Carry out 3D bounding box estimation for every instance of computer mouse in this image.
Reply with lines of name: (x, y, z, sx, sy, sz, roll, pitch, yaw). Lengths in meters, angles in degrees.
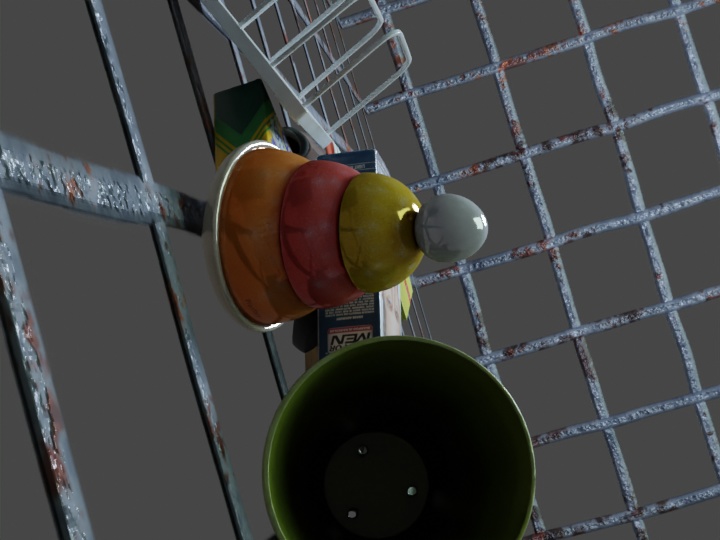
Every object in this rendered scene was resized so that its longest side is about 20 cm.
computer mouse: (-0.037, -0.016, 1.085, 0.059, 0.034, 0.200, 93, 4, -69)

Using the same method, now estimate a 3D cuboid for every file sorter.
file sorter: (-0.060, -0.237, 1.041, 0.200, 0.124, 0.139, 52, 4, 8)

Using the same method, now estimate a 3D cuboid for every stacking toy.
stacking toy: (-0.001, -0.026, 0.830, 0.146, 0.200, 0.146, 0, 90, -65)

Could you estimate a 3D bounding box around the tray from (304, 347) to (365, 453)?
tray: (-0.026, 0.092, 1.168, 0.200, 0.037, 0.099, -94, 166, -60)

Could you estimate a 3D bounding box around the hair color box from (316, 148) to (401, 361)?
hair color box: (0.000, 0.000, 1.049, 0.100, 0.060, 0.200, 54, 33, -66)

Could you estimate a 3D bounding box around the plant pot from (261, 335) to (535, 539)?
plant pot: (0.018, 0.159, 0.863, 0.200, 0.187, 0.187, 111, -36, -76)

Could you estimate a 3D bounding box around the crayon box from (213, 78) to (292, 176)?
crayon box: (-0.083, -0.061, 0.998, 0.200, 0.052, 0.126, -99, 170, -49)

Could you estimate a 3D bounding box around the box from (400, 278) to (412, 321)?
box: (0.014, 0.024, 1.206, 0.200, 0.075, 0.050, -59, 132, -83)

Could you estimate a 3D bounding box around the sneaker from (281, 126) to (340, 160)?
sneaker: (-0.067, -0.061, 1.162, 0.082, 0.077, 0.200, 25, 46, -38)

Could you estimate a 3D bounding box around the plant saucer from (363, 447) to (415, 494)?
plant saucer: (0.056, 0.217, 1.159, 0.200, 0.050, 0.200, 1, 90, -67)
